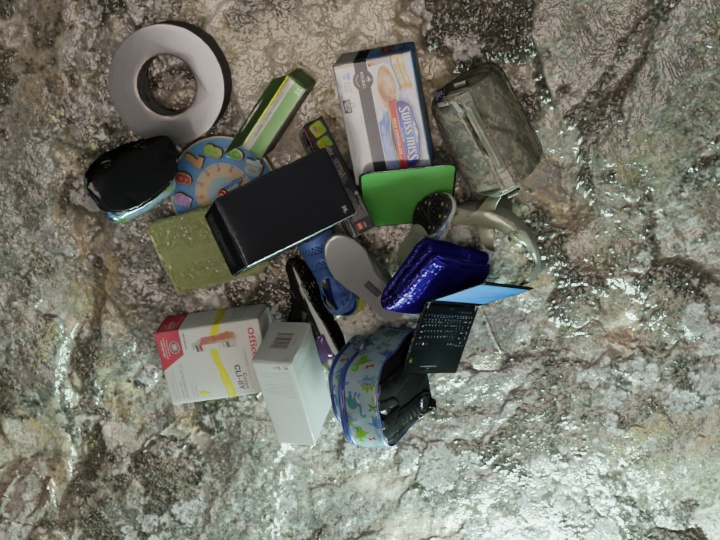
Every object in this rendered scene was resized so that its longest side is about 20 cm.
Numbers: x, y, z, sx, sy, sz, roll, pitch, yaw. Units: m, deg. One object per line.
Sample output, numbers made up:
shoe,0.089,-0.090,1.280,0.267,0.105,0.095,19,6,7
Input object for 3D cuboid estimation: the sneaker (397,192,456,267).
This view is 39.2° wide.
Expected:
sneaker,0.122,-0.066,1.714,0.072,0.072,0.201,-7,150,-25

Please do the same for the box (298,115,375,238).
box,-0.041,-0.151,1.688,0.034,0.110,0.202,-26,92,-9

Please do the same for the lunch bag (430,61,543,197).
lunch bag,0.202,-0.226,1.633,0.138,0.168,0.201,-27,104,13

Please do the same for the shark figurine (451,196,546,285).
shark figurine,0.254,-0.079,1.714,0.213,0.090,0.128,34,136,-8

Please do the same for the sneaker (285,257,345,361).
sneaker,-0.105,0.079,1.813,0.087,0.076,0.202,-19,106,17

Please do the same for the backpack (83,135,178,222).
backpack,-0.391,-0.150,1.700,0.162,0.199,0.155,-35,119,-19

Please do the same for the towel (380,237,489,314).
towel,0.133,0.021,1.717,0.050,0.199,0.148,46,111,32

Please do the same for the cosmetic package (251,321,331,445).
cosmetic package,-0.119,0.202,1.800,0.080,0.113,0.202,2,125,18

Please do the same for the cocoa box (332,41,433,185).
cocoa box,0.042,-0.259,1.654,0.129,0.134,0.202,-9,107,9

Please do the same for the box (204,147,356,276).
box,-0.134,-0.092,1.634,0.198,0.198,0.124,-27,93,-14

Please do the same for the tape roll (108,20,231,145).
tape roll,-0.320,-0.317,1.706,0.197,0.066,0.203,1,109,4

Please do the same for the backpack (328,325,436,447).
backpack,0.028,0.210,1.776,0.145,0.200,0.185,0,111,26

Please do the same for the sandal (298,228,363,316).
sandal,-0.054,-0.001,1.775,0.079,0.087,0.201,-26,102,15

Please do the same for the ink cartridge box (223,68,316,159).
ink cartridge box,-0.143,-0.249,1.640,0.048,0.200,0.146,34,108,-4

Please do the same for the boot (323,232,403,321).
boot,0.000,0.000,1.749,0.073,0.096,0.200,-37,116,6

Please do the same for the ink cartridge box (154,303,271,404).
ink cartridge box,-0.257,0.152,1.843,0.197,0.084,0.147,-9,107,8

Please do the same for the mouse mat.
mouse mat,0.078,-0.122,1.679,0.159,0.200,0.008,-6,66,-1

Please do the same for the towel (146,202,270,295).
towel,-0.268,-0.044,1.778,0.198,0.037,0.150,-15,110,18

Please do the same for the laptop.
laptop,0.183,0.101,1.724,0.103,0.176,0.202,25,101,36

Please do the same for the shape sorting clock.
shape sorting clock,-0.240,-0.135,1.771,0.197,0.039,0.203,1,108,4
